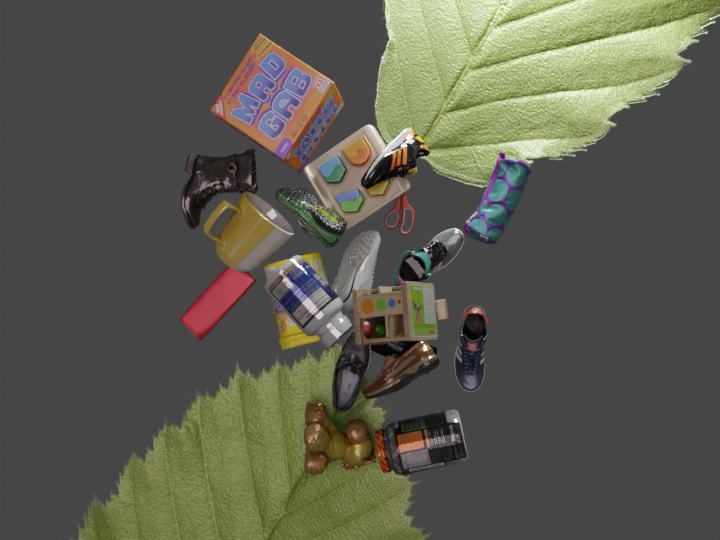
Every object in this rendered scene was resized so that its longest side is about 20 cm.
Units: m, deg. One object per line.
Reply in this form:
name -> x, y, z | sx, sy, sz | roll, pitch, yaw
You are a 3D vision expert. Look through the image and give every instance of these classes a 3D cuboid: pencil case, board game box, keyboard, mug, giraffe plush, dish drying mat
pencil case -> 0.313, -0.161, 1.661 | 0.092, 0.085, 0.201 | 25, 91, -22
board game box -> -0.182, -0.372, 1.650 | 0.199, 0.200, 0.200 | 34, 93, 4
keyboard -> 0.090, 0.161, 1.710 | 0.199, 0.040, 0.105 | 23, 114, 4
mug -> -0.272, -0.089, 1.682 | 0.186, 0.150, 0.153 | 38, 102, -21
giraffe plush -> -0.045, 0.397, 1.644 | 0.161, 0.173, 0.201 | 0, 124, -2
dish drying mat -> -0.345, 0.071, 1.750 | 0.077, 0.018, 0.200 | 43, 92, 3

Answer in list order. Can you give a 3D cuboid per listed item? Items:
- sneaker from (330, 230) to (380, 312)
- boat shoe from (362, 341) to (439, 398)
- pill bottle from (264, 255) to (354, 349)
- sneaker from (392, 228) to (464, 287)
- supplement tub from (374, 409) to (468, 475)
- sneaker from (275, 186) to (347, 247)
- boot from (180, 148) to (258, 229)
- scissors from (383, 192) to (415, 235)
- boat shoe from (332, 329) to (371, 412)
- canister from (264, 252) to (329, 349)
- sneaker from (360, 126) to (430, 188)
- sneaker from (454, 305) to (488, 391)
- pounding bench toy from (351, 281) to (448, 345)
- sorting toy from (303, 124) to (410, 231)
sneaker -> 0.000, 0.000, 1.700 | 0.080, 0.076, 0.201 | 35, 75, -36
boat shoe -> 0.089, 0.230, 1.680 | 0.199, 0.076, 0.074 | -32, 69, 17
pill bottle -> -0.109, 0.073, 1.598 | 0.111, 0.111, 0.200 | -43, 84, 3
sneaker -> 0.155, -0.029, 1.655 | 0.200, 0.121, 0.084 | -40, 86, 3
supplement tub -> 0.138, 0.395, 1.651 | 0.199, 0.123, 0.123 | -12, 88, 5
sneaker -> -0.128, -0.125, 1.704 | 0.200, 0.078, 0.085 | 40, 129, 17
boot -> -0.331, -0.196, 1.726 | 0.173, 0.069, 0.201 | 3, 88, 6
scissors -> 0.105, -0.186, 1.717 | 0.073, 0.014, 0.201 | 10, 89, 8
boat shoe -> -0.026, 0.238, 1.689 | 0.074, 0.066, 0.200 | 21, 96, 6
canister -> -0.136, 0.071, 1.698 | 0.148, 0.087, 0.201 | -14, 87, 4
sneaker -> 0.085, -0.243, 1.659 | 0.090, 0.070, 0.200 | 41, 62, 0
sneaker -> 0.254, 0.182, 1.662 | 0.074, 0.085, 0.201 | 1, 90, 5
pounding bench toy -> 0.089, 0.100, 1.623 | 0.155, 0.200, 0.125 | -9, 82, 33
sorting toy -> -0.010, -0.219, 1.709 | 0.199, 0.036, 0.186 | -32, 84, 6
